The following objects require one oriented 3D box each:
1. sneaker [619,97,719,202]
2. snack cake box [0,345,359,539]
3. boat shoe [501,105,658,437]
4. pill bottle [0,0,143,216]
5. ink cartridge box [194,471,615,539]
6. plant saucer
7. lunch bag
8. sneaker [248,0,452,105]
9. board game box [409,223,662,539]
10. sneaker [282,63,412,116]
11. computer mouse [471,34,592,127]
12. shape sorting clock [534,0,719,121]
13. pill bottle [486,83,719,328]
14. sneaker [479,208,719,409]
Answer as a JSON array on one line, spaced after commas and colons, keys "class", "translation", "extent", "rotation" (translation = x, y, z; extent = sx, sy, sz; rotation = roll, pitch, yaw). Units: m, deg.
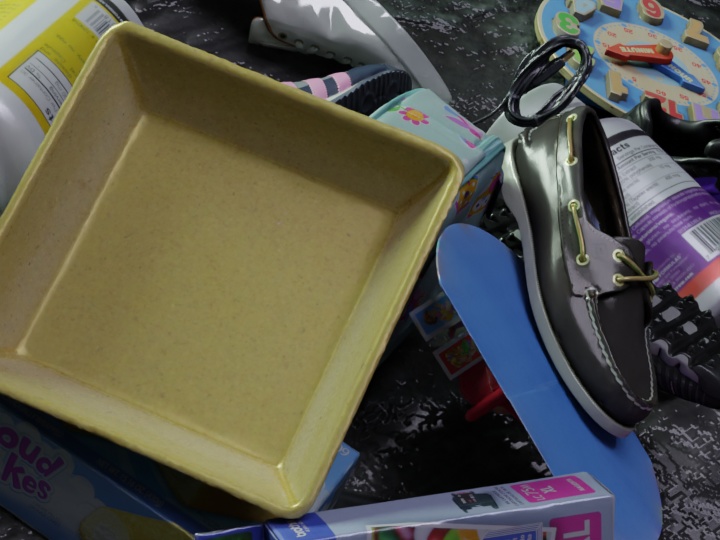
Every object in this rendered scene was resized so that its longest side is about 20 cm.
[{"class": "sneaker", "translation": [0.258, -0.052, 1.309], "extent": [0.200, 0.100, 0.070], "rotation": [28, 41, 3]}, {"class": "snack cake box", "translation": [-0.115, 0.090, 0.970], "extent": [0.200, 0.067, 0.115], "rotation": [33, 40, 8]}, {"class": "boat shoe", "translation": [0.130, -0.005, 1.062], "extent": [0.072, 0.060, 0.202], "rotation": [27, 39, -46]}, {"class": "pill bottle", "translation": [-0.206, -0.083, 1.077], "extent": [0.111, 0.112, 0.200], "rotation": [30, 38, 5]}, {"class": "ink cartridge box", "translation": [0.024, 0.168, 0.895], "extent": [0.199, 0.120, 0.042], "rotation": [-5, 15, -17]}, {"class": "plant saucer", "translation": [-0.075, 0.002, 0.931], "extent": [0.199, 0.048, 0.201], "rotation": [22, 71, 11]}, {"class": "lunch bag", "translation": [0.000, 0.000, 1.067], "extent": [0.077, 0.161, 0.200], "rotation": [33, 45, 16]}, {"class": "sneaker", "translation": [-0.026, -0.168, 1.324], "extent": [0.200, 0.085, 0.073], "rotation": [44, 2, -3]}, {"class": "board game box", "translation": [0.090, 0.069, 1.023], "extent": [0.201, 0.039, 0.158], "rotation": [60, 21, 10]}, {"class": "sneaker", "translation": [-0.043, -0.103, 1.228], "extent": [0.082, 0.070, 0.200], "rotation": [27, 29, 25]}, {"class": "computer mouse", "translation": [0.063, -0.086, 1.215], "extent": [0.199, 0.034, 0.059], "rotation": [-30, 69, -1]}, {"class": "shape sorting clock", "translation": [0.228, -0.160, 1.463], "extent": [0.199, 0.039, 0.200], "rotation": [16, 40, -14]}, {"class": "pill bottle", "translation": [0.167, -0.027, 1.222], "extent": [0.111, 0.112, 0.200], "rotation": [-19, 56, -41]}, {"class": "sneaker", "translation": [0.143, 0.044, 1.141], "extent": [0.200, 0.091, 0.066], "rotation": [30, 32, 28]}]
